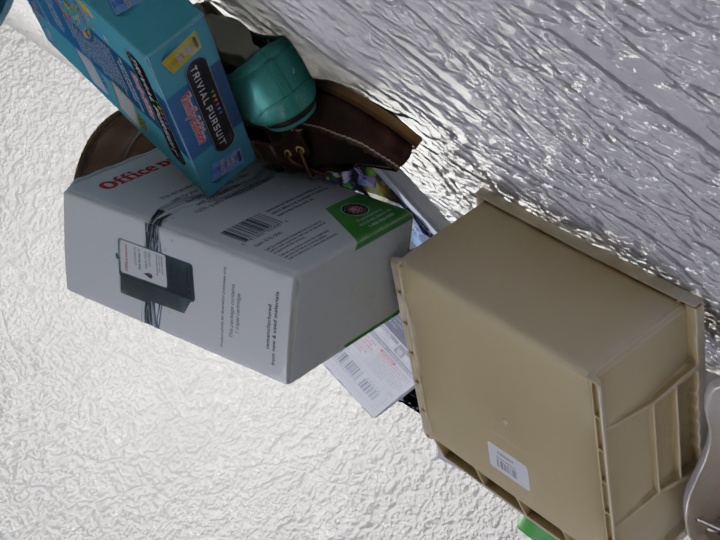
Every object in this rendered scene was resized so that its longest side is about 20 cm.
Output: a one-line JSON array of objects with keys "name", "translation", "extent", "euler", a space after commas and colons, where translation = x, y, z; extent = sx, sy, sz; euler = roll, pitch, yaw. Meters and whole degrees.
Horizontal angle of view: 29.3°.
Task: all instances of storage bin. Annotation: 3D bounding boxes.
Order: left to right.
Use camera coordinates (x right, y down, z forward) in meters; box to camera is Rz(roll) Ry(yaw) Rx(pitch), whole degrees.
[{"name": "storage bin", "translation": [0.130, 0.080, 0.938], "extent": [0.199, 0.093, 0.200], "euler": [31, 145, 43]}]

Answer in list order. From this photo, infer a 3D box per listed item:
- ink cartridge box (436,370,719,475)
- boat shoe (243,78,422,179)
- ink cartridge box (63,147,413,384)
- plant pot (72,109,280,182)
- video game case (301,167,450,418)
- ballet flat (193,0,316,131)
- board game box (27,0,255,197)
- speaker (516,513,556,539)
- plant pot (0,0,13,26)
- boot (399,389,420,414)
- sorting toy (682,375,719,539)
[{"name": "ink cartridge box", "translation": [0.177, 0.121, 1.103], "extent": [0.199, 0.145, 0.084], "euler": [25, 158, 15]}, {"name": "boat shoe", "translation": [-0.032, -0.098, 0.976], "extent": [0.070, 0.071, 0.200], "euler": [37, 175, -35]}, {"name": "ink cartridge box", "translation": [-0.086, -0.014, 0.954], "extent": [0.199, 0.084, 0.146], "euler": [21, -151, 28]}, {"name": "plant pot", "translation": [-0.123, -0.058, 1.256], "extent": [0.197, 0.202, 0.200], "euler": [0, 156, 38]}, {"name": "video game case", "translation": [0.000, 0.000, 1.092], "extent": [0.200, 0.182, 0.023], "euler": [47, -141, -1]}, {"name": "ballet flat", "translation": [-0.094, -0.153, 0.964], "extent": [0.200, 0.067, 0.071], "euler": [31, 152, 55]}, {"name": "board game box", "translation": [-0.160, -0.160, 0.911], "extent": [0.200, 0.047, 0.151], "euler": [43, 165, 27]}, {"name": "speaker", "translation": [0.234, 0.183, 1.326], "extent": [0.088, 0.201, 0.088], "euler": [33, 178, 2]}, {"name": "plant pot", "translation": [-0.364, -0.262, 1.003], "extent": [0.200, 0.200, 0.188], "euler": [36, -168, -41]}, {"name": "boot", "translation": [0.076, 0.049, 1.233], "extent": [0.073, 0.164, 0.198], "euler": [25, 179, -2]}, {"name": "sorting toy", "translation": [0.286, 0.126, 0.826], "extent": [0.199, 0.107, 0.180], "euler": [20, 159, 42]}]
